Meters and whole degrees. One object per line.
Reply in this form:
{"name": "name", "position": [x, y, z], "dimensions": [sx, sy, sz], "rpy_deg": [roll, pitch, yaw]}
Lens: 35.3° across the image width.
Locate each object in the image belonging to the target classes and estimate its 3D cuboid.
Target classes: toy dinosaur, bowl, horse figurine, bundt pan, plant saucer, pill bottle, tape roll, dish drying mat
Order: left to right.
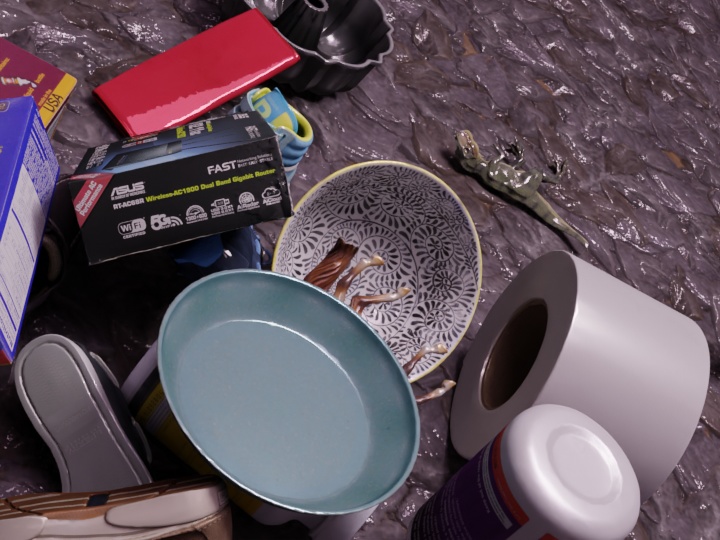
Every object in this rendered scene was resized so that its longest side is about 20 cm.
{"name": "dish drying mat", "position": [-0.158, -0.190, 1.104], "dimensions": [0.200, 0.018, 0.077], "rpy_deg": [-34, 76, -28]}
{"name": "pill bottle", "position": [-0.074, 0.119, 0.852], "dimensions": [0.200, 0.112, 0.112], "rpy_deg": [39, 40, 1]}
{"name": "plant saucer", "position": [-0.053, 0.087, 0.781], "dimensions": [0.200, 0.036, 0.200], "rpy_deg": [21, 41, -20]}
{"name": "bundt pan", "position": [-0.066, -0.272, 1.257], "dimensions": [0.201, 0.076, 0.202], "rpy_deg": [20, 42, -20]}
{"name": "bowl", "position": [0.000, 0.000, 1.009], "dimensions": [0.200, 0.201, 0.094], "rpy_deg": [16, 1, -25]}
{"name": "horse figurine", "position": [0.001, 0.073, 0.937], "dimensions": [0.132, 0.050, 0.200], "rpy_deg": [-35, 106, -20]}
{"name": "pill bottle", "position": [0.108, 0.195, 0.847], "dimensions": [0.112, 0.200, 0.113], "rpy_deg": [20, 43, -20]}
{"name": "toy dinosaur", "position": [0.194, -0.108, 1.323], "dimensions": [0.200, 0.047, 0.088], "rpy_deg": [35, 54, -5]}
{"name": "tape roll", "position": [0.189, 0.101, 0.997], "dimensions": [0.139, 0.203, 0.203], "rpy_deg": [27, 41, -12]}

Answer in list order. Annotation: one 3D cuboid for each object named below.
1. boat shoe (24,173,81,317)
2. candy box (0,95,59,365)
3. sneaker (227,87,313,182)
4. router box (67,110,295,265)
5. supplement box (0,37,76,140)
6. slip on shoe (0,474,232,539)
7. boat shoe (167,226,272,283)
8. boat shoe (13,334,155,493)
{"name": "boat shoe", "position": [-0.253, -0.009, 0.861], "dimensions": [0.072, 0.065, 0.200], "rpy_deg": [58, 37, -23]}
{"name": "candy box", "position": [-0.310, -0.022, 0.776], "dimensions": [0.169, 0.077, 0.200], "rpy_deg": [-6, 45, 5]}
{"name": "sneaker", "position": [-0.130, -0.111, 1.015], "dimensions": [0.200, 0.131, 0.080], "rpy_deg": [-13, 61, -42]}
{"name": "router box", "position": [-0.138, -0.071, 0.873], "dimensions": [0.149, 0.062, 0.200], "rpy_deg": [-13, 16, -7]}
{"name": "supplement box", "position": [-0.345, -0.142, 0.898], "dimensions": [0.200, 0.110, 0.086], "rpy_deg": [28, 41, -11]}
{"name": "slip on shoe", "position": [-0.180, 0.174, 0.718], "dimensions": [0.199, 0.076, 0.061], "rpy_deg": [-7, 93, -6]}
{"name": "boat shoe", "position": [-0.117, -0.007, 0.936], "dimensions": [0.069, 0.084, 0.200], "rpy_deg": [47, 8, -12]}
{"name": "boat shoe", "position": [-0.177, 0.138, 0.792], "dimensions": [0.060, 0.075, 0.200], "rpy_deg": [43, 26, -76]}
